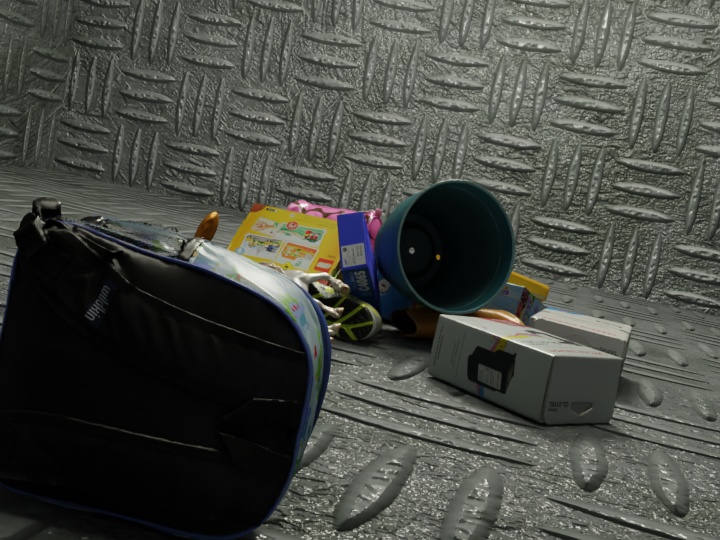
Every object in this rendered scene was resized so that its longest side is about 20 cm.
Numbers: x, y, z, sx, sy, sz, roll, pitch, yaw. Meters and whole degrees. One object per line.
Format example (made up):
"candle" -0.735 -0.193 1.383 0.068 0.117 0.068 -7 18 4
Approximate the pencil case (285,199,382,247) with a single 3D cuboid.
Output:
"pencil case" -0.054 -0.080 1.675 0.198 0.095 0.091 10 5 24

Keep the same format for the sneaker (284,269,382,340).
"sneaker" -0.057 0.058 1.363 0.199 0.076 0.076 26 4 27

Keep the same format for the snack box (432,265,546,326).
"snack box" 0.231 0.064 1.588 0.167 0.068 0.200 15 -10 29

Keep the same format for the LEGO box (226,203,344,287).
"LEGO box" -0.115 -0.018 1.499 0.198 0.078 0.150 13 51 18

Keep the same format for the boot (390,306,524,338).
"boot" 0.149 0.094 1.422 0.143 0.072 0.200 1 6 -34

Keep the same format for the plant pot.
"plant pot" 0.115 -0.033 1.438 0.198 0.203 0.188 9 -4 -20

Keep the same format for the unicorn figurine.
"unicorn figurine" -0.088 0.038 1.215 0.136 0.075 0.200 18 17 -2

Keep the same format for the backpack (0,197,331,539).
"backpack" -0.121 0.066 0.594 0.198 0.185 0.147 17 8 5

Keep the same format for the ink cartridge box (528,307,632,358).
"ink cartridge box" 0.340 0.119 1.407 0.144 0.085 0.200 14 7 19

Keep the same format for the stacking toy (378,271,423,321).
"stacking toy" 0.086 0.046 1.635 0.115 0.111 0.199 15 -5 31

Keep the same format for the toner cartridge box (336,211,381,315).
"toner cartridge box" 0.000 0.000 1.400 0.043 0.096 0.201 -6 -27 5

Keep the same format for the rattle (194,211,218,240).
"rattle" -0.328 -0.039 1.414 0.199 0.144 0.130 22 29 32

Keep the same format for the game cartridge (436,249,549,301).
"game cartridge" 0.218 0.012 1.641 0.198 0.033 0.176 24 -11 -12

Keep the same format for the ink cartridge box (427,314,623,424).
"ink cartridge box" 0.208 0.122 1.144 0.145 0.084 0.199 7 7 -40
